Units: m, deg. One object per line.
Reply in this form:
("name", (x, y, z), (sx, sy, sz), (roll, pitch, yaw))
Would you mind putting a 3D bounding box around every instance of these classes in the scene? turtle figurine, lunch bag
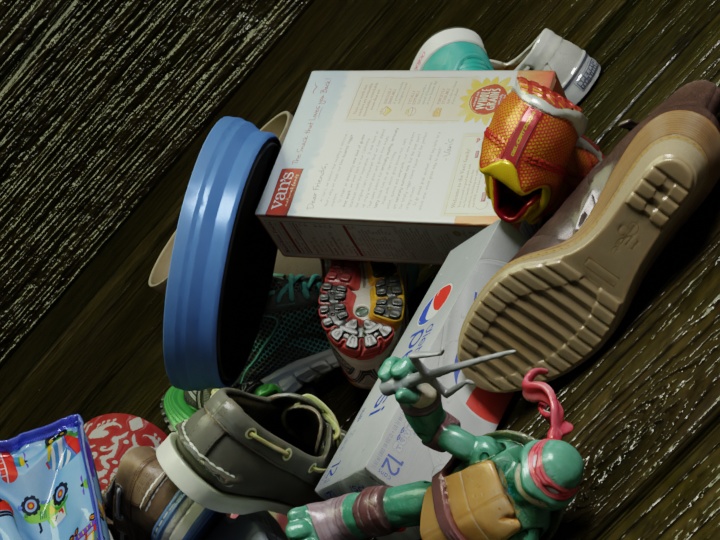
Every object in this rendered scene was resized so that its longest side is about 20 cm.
("turtle figurine", (0.048, 0.125, 0.896), (0.200, 0.100, 0.151), (-40, 57, 44))
("lunch bag", (-0.169, 0.211, 1.043), (0.093, 0.152, 0.200), (-15, 38, -21))

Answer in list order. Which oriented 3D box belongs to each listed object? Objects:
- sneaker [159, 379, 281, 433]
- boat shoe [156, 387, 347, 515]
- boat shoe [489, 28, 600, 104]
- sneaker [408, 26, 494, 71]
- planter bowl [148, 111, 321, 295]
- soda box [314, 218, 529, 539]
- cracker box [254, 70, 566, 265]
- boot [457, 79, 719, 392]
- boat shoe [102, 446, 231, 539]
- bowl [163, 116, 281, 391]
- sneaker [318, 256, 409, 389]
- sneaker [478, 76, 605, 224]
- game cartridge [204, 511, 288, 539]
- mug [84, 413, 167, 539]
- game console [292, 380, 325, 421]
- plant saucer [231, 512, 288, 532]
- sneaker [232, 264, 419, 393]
("sneaker", (-0.092, 0.119, 1.350), (0.085, 0.078, 0.200), (-39, 22, -5))
("boat shoe", (-0.044, 0.109, 1.093), (0.060, 0.072, 0.201), (-51, -27, 14))
("boat shoe", (0.110, -0.141, 1.444), (0.071, 0.070, 0.200), (-58, 15, -26))
("sneaker", (0.069, -0.073, 1.390), (0.121, 0.083, 0.201), (-108, 24, -43))
("planter bowl", (-0.079, -0.025, 1.626), (0.200, 0.134, 0.201), (-47, 14, 16))
("soda box", (0.053, 0.067, 1.090), (0.068, 0.063, 0.201), (-34, 21, 56))
("cracker box", (0.039, -0.074, 1.269), (0.198, 0.058, 0.135), (4, 58, 28))
("boot", (0.145, -0.021, 1.068), (0.200, 0.072, 0.166), (-47, 2, 24))
("boat shoe", (-0.127, 0.153, 1.143), (0.072, 0.072, 0.200), (-47, -7, -25))
("bowl", (-0.096, -0.010, 1.304), (0.201, 0.039, 0.203), (11, -90, -82))
("sneaker", (0.000, 0.000, 1.333), (0.083, 0.077, 0.201), (82, -170, -49))
("sneaker", (0.107, -0.065, 1.120), (0.078, 0.073, 0.200), (-59, -19, 2))
("game cartridge", (-0.073, 0.235, 1.021), (0.133, 0.041, 0.200), (-46, 31, 7))
("mug", (-0.240, 0.229, 1.507), (0.177, 0.133, 0.200), (-42, 13, 28))
("game console", (-0.090, 0.169, 1.373), (0.177, 0.031, 0.200), (-50, 14, 5))
("plant saucer", (-0.084, 0.218, 1.178), (0.201, 0.051, 0.201), (-47, 13, 15))
("sneaker", (-0.045, 0.034, 1.410), (0.199, 0.091, 0.078), (-33, 16, 23))
